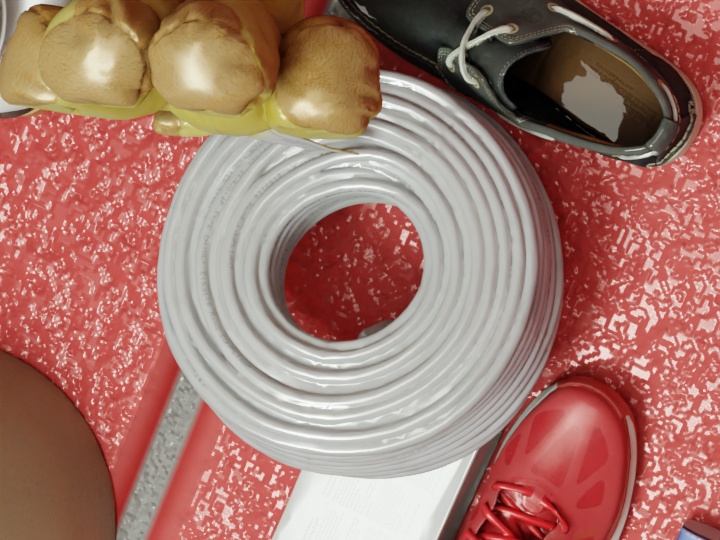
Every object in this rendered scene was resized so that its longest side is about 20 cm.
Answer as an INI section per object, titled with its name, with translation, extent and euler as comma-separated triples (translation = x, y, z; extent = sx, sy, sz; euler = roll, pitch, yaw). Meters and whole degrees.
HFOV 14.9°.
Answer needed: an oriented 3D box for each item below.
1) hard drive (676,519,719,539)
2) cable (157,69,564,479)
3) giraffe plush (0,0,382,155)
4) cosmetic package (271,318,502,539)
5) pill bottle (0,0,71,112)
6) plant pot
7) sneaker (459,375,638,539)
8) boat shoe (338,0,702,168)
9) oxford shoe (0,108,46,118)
[hard drive]
translation = 0.189, 0.243, 1.388
extent = 0.131, 0.025, 0.201
euler = 22, 104, 13
[cable]
translation = 0.000, 0.000, 1.346
extent = 0.199, 0.069, 0.201
euler = 23, 83, 16
[giraffe plush]
translation = -0.057, -0.145, 1.245
extent = 0.172, 0.200, 0.163
euler = 5, 88, 29
[cosmetic package]
translation = 0.004, 0.133, 1.414
extent = 0.082, 0.051, 0.201
euler = 27, 105, 12
[pill bottle]
translation = -0.157, -0.137, 1.333
extent = 0.111, 0.200, 0.112
euler = 8, 105, 30
[plant pot]
translation = -0.248, 0.144, 1.414
extent = 0.186, 0.200, 0.188
euler = 2, 99, 16
[sneaker]
translation = 0.072, 0.152, 1.362
extent = 0.078, 0.115, 0.201
euler = 24, 105, 12
[boat shoe]
translation = 0.072, -0.112, 1.348
extent = 0.199, 0.068, 0.072
euler = 29, 108, 12
[oxford shoe]
translation = -0.226, -0.165, 1.425
extent = 0.071, 0.073, 0.200
euler = -42, 85, 19
